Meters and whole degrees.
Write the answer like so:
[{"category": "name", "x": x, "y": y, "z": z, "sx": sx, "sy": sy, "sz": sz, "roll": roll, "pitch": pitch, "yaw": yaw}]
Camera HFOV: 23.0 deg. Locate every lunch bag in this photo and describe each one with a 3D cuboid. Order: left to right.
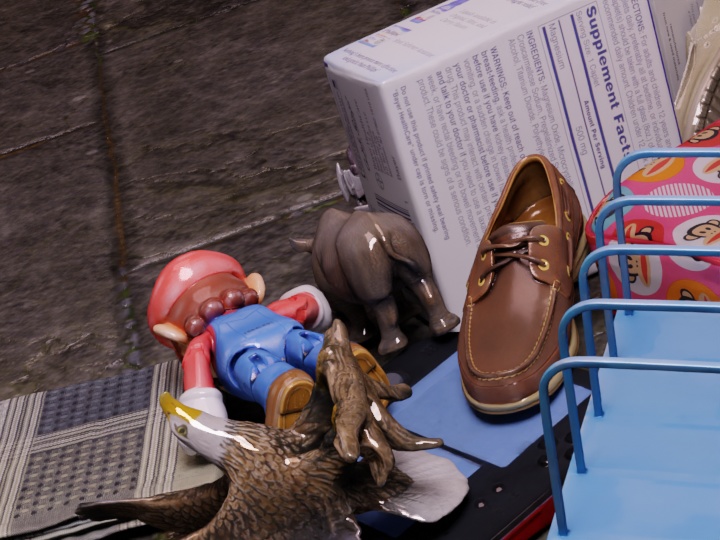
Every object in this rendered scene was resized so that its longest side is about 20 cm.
[{"category": "lunch bag", "x": 0.256, "y": -0.031, "z": 1.078, "sx": 0.199, "sy": 0.083, "sz": 0.176, "roll": -32, "pitch": 28, "yaw": -29}]

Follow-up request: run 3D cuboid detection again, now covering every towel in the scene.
[{"category": "towel", "x": -0.173, "y": 0.123, "z": 1.130, "sx": 0.191, "sy": 0.035, "sz": 0.200, "roll": -14, "pitch": 22, "yaw": 4}]

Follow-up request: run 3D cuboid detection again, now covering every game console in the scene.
[{"category": "game console", "x": 0.046, "y": 0.102, "z": 1.007, "sx": 0.176, "sy": 0.031, "sz": 0.199, "roll": -32, "pitch": 27, "yaw": -28}]

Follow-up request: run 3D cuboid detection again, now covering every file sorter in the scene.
[{"category": "file sorter", "x": 0.175, "y": 0.040, "z": 0.892, "sx": 0.137, "sy": 0.124, "sz": 0.201, "roll": 1, "pitch": 35, "yaw": 20}]

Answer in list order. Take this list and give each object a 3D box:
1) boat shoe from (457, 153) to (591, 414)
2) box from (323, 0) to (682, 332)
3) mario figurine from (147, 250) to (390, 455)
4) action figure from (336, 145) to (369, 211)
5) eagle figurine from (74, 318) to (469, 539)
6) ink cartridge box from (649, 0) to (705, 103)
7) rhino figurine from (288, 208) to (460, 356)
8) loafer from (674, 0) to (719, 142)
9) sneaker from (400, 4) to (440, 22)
[{"category": "boat shoe", "x": 0.092, "y": 0.005, "z": 1.050, "sx": 0.071, "sy": 0.068, "sz": 0.201, "roll": -7, "pitch": 34, "yaw": 21}, {"category": "box", "x": 0.102, "y": -0.088, "z": 1.184, "sx": 0.199, "sy": 0.185, "sz": 0.105, "roll": -24, "pitch": 23, "yaw": -15}, {"category": "mario figurine", "x": -0.062, "y": 0.061, "z": 1.097, "sx": 0.123, "sy": 0.107, "sz": 0.200, "roll": 15, "pitch": 10, "yaw": -36}, {"category": "action figure", "x": 0.045, "y": -0.089, "z": 1.370, "sx": 0.129, "sy": 0.070, "sz": 0.201, "roll": -5, "pitch": 29, "yaw": 0}, {"category": "eagle figurine", "x": -0.059, "y": 0.123, "z": 0.933, "sx": 0.200, "sy": 0.151, "sz": 0.151, "roll": -51, "pitch": -22, "yaw": 19}, {"category": "ink cartridge box", "x": 0.233, "y": -0.211, "z": 1.399, "sx": 0.146, "sy": 0.146, "sz": 0.200, "roll": 6, "pitch": 32, "yaw": 44}, {"category": "rhino figurine", "x": 0.000, "y": 0.000, "z": 1.167, "sx": 0.059, "sy": 0.088, "sz": 0.200, "roll": -27, "pitch": 10, "yaw": -14}, {"category": "loafer", "x": 0.268, "y": -0.144, "z": 1.281, "sx": 0.068, "sy": 0.075, "sz": 0.201, "roll": -19, "pitch": 40, "yaw": 58}, {"category": "sneaker", "x": 0.107, "y": -0.143, "z": 1.324, "sx": 0.199, "sy": 0.077, "sz": 0.091, "roll": 28, "pitch": 21, "yaw": 21}]
